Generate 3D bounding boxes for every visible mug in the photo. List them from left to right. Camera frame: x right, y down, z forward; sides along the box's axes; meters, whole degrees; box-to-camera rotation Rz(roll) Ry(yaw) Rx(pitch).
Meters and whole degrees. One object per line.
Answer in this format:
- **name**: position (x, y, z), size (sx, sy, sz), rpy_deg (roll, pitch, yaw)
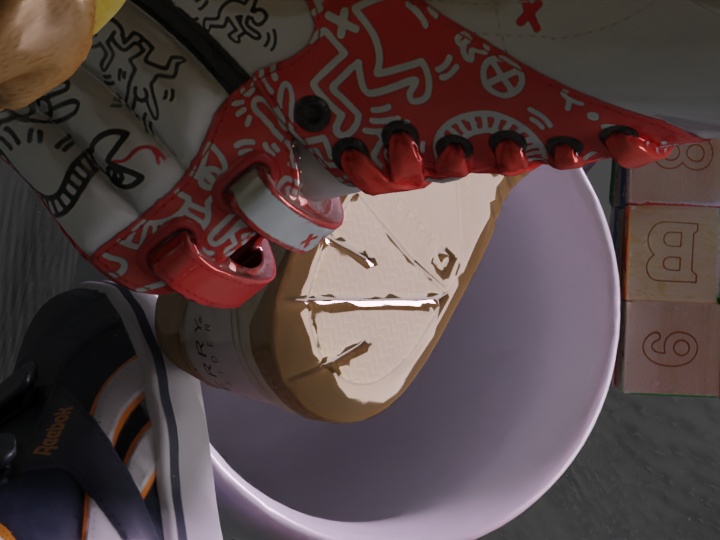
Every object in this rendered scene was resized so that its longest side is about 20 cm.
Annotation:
- **mug**: position (0.000, 0.000, 0.911), size (0.200, 0.148, 0.175), rpy_deg (-40, -172, -18)

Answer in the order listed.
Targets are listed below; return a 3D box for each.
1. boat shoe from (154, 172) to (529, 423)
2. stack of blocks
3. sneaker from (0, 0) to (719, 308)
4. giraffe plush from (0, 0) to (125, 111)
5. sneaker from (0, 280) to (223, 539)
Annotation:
- **boat shoe**: position (0.013, -0.048, 0.736), size (0.200, 0.069, 0.074), rpy_deg (-53, 126, -29)
- **stack of blocks**: position (0.113, -0.061, 0.907), size (0.115, 0.058, 0.201), rpy_deg (-20, 113, -88)
- **sneaker**: position (0.011, -0.034, 0.544), size (0.108, 0.201, 0.067), rpy_deg (-68, 167, 11)
- **giraffe plush**: position (0.016, -0.115, 0.442), size (0.173, 0.162, 0.201), rpy_deg (102, 3, -65)
- **sneaker**: position (-0.080, 0.066, 0.707), size (0.200, 0.079, 0.079), rpy_deg (-111, -146, -54)
